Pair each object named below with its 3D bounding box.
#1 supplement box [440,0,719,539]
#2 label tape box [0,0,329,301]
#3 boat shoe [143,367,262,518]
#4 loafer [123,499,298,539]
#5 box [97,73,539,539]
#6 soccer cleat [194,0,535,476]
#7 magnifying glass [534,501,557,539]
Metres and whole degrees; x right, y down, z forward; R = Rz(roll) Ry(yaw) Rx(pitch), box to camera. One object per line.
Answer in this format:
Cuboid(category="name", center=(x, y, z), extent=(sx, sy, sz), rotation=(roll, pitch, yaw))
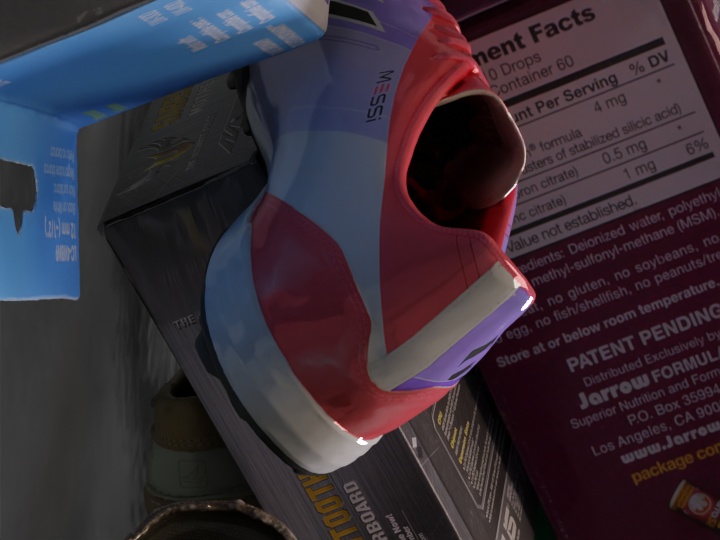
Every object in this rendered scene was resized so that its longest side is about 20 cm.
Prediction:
Cuboid(category="supplement box", center=(0.089, -0.002, 0.859), extent=(0.201, 0.103, 0.131), rotation=(65, 18, -12))
Cuboid(category="label tape box", center=(-0.039, -0.092, 0.618), extent=(0.143, 0.066, 0.201), rotation=(9, 84, -85))
Cuboid(category="boat shoe", center=(-0.024, 0.029, 0.907), extent=(0.200, 0.071, 0.077), rotation=(-72, 152, -72))
Cuboid(category="loafer", center=(-0.043, 0.129, 0.693), extent=(0.070, 0.075, 0.201), rotation=(95, 3, -48))
Cuboid(category="box", center=(0.000, 0.000, 0.845), extent=(0.159, 0.048, 0.200), rotation=(60, 19, -22))
Cuboid(category="soccer cleat", center=(0.008, -0.034, 0.707), extent=(0.068, 0.073, 0.200), rotation=(49, 24, -27))
Cuboid(category="magnifying glass", center=(0.005, 0.104, 0.850), extent=(0.200, 0.079, 0.022), rotation=(-50, 124, -51))
